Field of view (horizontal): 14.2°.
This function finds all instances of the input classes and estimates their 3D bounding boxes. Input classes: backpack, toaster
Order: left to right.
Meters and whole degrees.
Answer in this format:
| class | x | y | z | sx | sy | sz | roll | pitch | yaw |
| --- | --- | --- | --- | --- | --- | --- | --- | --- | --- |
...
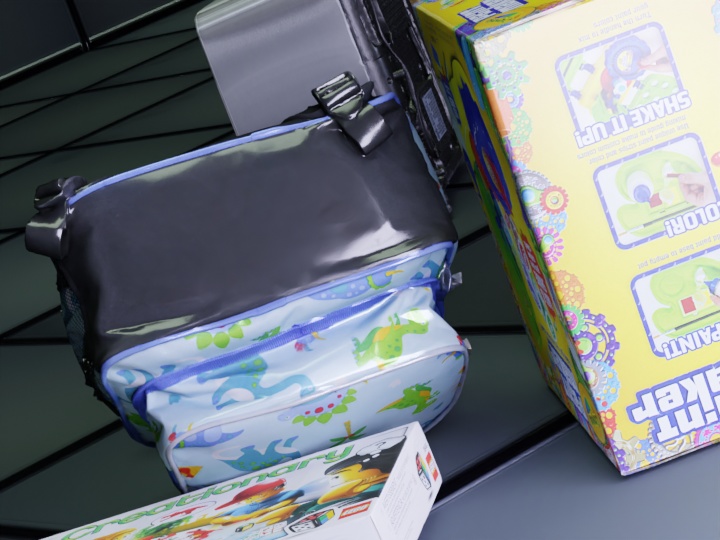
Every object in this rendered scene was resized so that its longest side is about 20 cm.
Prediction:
| class | x | y | z | sx | sy | sz | roll | pitch | yaw |
| --- | --- | --- | --- | --- | --- | --- | --- | --- | --- |
| backpack | -0.042 | 0.022 | 1.329 | 0.182 | 0.148 | 0.200 | -20 | -13 | -4 |
| toaster | -0.013 | -0.119 | 1.930 | 0.118 | 0.181 | 0.200 | -21 | 10 | 13 |

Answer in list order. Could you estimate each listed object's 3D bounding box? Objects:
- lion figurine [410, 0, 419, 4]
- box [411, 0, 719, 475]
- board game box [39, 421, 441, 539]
| class | x | y | z | sx | sy | sz | roll | pitch | yaw |
| --- | --- | --- | --- | --- | --- | --- | --- | --- | --- |
| lion figurine | 0.092 | -0.230 | 2.546 | 0.199 | 0.073 | 0.122 | -22 | 18 | -28 |
| box | 0.120 | -0.040 | 1.258 | 0.122 | 0.193 | 0.200 | -21 | 10 | -2 |
| board game box | -0.070 | 0.125 | 1.226 | 0.199 | 0.035 | 0.126 | -18 | 10 | 13 |
